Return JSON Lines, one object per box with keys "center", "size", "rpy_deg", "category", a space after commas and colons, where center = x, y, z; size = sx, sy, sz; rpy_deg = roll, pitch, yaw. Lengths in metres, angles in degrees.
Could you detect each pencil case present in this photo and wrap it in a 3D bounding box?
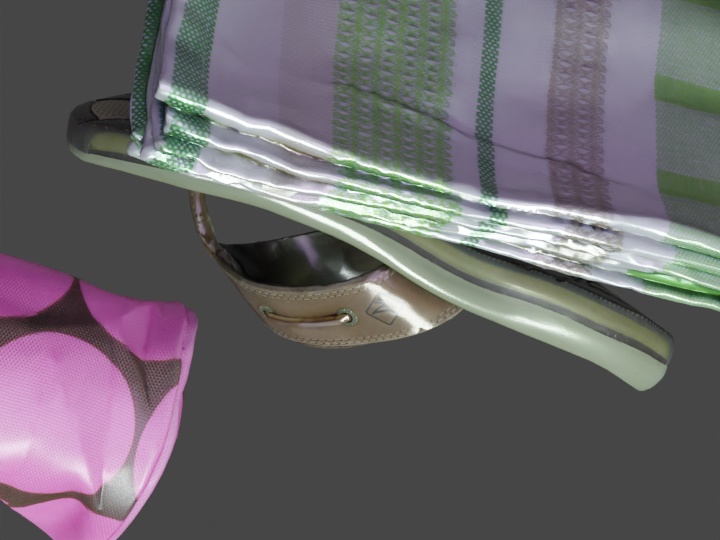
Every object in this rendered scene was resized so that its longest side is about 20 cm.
{"center": [-0.152, 0.029, 0.745], "size": [0.198, 0.094, 0.091], "rpy_deg": [15, 44, -9], "category": "pencil case"}

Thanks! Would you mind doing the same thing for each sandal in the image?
{"center": [0.001, 0.001, 0.776], "size": [0.200, 0.080, 0.058], "rpy_deg": [25, 101, -10], "category": "sandal"}

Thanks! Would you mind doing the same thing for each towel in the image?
{"center": [0.035, -0.071, 0.760], "size": [0.198, 0.031, 0.150], "rpy_deg": [13, 52, -12], "category": "towel"}
